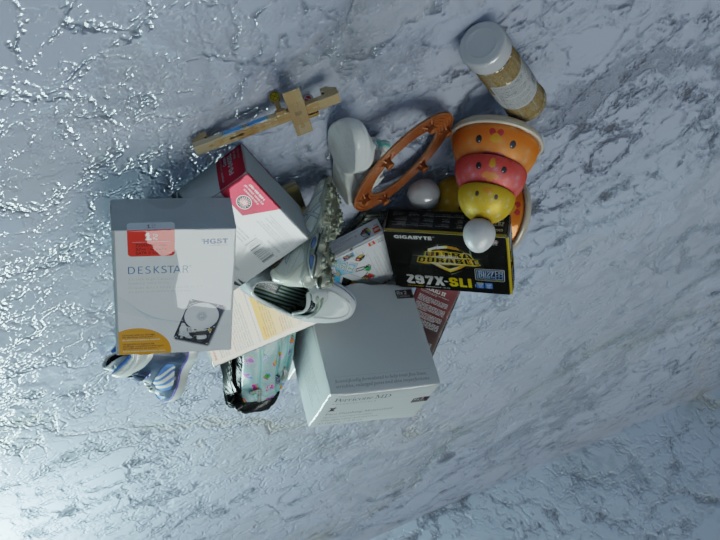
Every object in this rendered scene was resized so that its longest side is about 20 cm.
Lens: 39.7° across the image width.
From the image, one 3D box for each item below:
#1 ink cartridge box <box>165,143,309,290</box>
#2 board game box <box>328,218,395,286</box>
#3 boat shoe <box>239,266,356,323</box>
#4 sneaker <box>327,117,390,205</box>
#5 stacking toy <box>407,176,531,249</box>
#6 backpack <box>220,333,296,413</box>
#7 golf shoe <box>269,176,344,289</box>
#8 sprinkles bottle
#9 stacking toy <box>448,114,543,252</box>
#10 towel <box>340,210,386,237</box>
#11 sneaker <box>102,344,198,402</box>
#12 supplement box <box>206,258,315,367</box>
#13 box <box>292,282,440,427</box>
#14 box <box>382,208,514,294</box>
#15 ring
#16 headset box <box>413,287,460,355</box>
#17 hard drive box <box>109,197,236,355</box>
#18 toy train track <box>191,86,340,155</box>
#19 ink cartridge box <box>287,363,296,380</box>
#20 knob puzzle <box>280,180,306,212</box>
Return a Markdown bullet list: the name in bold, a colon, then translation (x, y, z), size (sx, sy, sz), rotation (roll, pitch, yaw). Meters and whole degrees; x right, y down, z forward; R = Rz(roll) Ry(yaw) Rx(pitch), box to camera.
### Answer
- **ink cartridge box**: translation (-0.195, -0.054, 1.372), size (0.200, 0.084, 0.145), rotation (-33, 128, 12)
- **board game box**: translation (0.000, 0.000, 1.685), size (0.126, 0.035, 0.200), rotation (-26, 150, 0)
- **boat shoe**: translation (-0.088, 0.046, 1.460), size (0.199, 0.067, 0.074), rotation (14, 108, -29)
- **sneaker**: translation (0.006, -0.170, 1.431), size (0.088, 0.075, 0.200), rotation (-28, 163, -11)
- **stacking toy**: translation (0.164, -0.104, 1.624), size (0.199, 0.147, 0.146), rotation (9, 137, -29)
- **backpack**: translation (-0.176, 0.118, 1.666), size (0.126, 0.167, 0.201), rotation (-8, 131, -23)
- **golf shoe**: translation (-0.080, -0.059, 1.433), size (0.097, 0.201, 0.078), rotation (-5, 134, 16)
- **sprinkles bottle**: translation (0.206, -0.279, 1.420), size (0.068, 0.068, 0.200), rotation (-35, 152, 14)
- **stacking toy**: translation (0.195, -0.121, 1.504), size (0.145, 0.201, 0.146), rotation (9, 162, 3)
- **towel**: translation (0.029, -0.030, 1.720), size (0.192, 0.035, 0.200), rotation (-1, 143, -42)
- **sneaker**: translation (-0.359, 0.156, 1.645), size (0.146, 0.081, 0.200), rotation (-1, 146, -28)
- **supplement box**: translation (-0.158, 0.044, 1.514), size (0.199, 0.074, 0.126), rotation (-22, 122, -12)
- **box**: translation (-0.001, 0.139, 1.664), size (0.198, 0.201, 0.131), rotation (-3, 148, -22)
- **box**: translation (0.146, -0.029, 1.606), size (0.199, 0.050, 0.160), rotation (4, 147, 14)
- **ring**: translation (0.068, -0.157, 1.481), size (0.200, 0.019, 0.201), rotation (-40, 167, -11)
- **headset box**: translation (0.132, 0.056, 1.796), size (0.149, 0.075, 0.201), rotation (-58, 169, -61)
- **hard drive box**: translation (-0.245, 0.008, 1.303), size (0.155, 0.077, 0.201), rotation (-3, 126, -13)
- **toy train track**: translation (-0.125, -0.202, 1.294), size (0.199, 0.033, 0.115), rotation (-21, 160, -1)
- **ink cartridge box**: translation (-0.046, 0.120, 1.852), size (0.199, 0.085, 0.146), rotation (-8, 146, -35)
- **knob puzzle**: translation (-0.172, -0.051, 1.502), size (0.219, 0.031, 0.220), rotation (-22, 153, -12)
